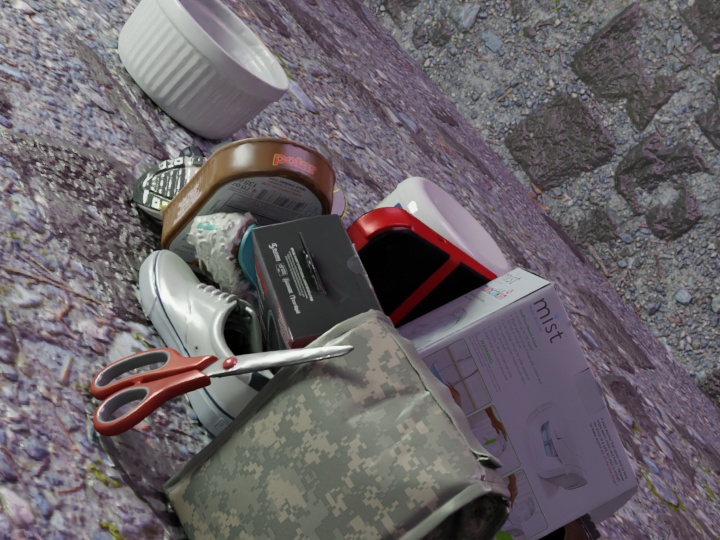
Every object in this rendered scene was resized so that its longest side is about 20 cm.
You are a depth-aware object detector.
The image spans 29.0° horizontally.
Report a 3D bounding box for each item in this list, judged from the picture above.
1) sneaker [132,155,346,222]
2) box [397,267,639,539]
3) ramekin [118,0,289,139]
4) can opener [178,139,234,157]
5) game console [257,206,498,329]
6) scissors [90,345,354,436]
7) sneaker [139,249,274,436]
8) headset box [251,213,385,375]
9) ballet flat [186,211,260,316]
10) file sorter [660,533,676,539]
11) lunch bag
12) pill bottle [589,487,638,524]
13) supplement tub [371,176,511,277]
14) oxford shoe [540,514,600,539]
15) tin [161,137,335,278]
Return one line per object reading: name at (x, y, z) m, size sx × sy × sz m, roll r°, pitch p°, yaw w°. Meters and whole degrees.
sneaker at (-0.113, -0.048, 1.298) m, size 0.085 × 0.200 × 0.075 m, roll 92°, pitch 8°, yaw -56°
box at (0.114, 0.127, 1.188) m, size 0.200 × 0.176 × 0.097 m, roll 64°, pitch -8°, yaw -13°
ramekin at (-0.190, -0.245, 1.628) m, size 0.200 × 0.105 × 0.200 m, roll 42°, pitch 15°, yaw -14°
can opener at (-0.128, -0.046, 1.363) m, size 0.063 × 0.079 × 0.200 m, roll 38°, pitch 24°, yaw -56°
game console at (0.007, 0.044, 1.214) m, size 0.177 × 0.200 × 0.031 m, roll 31°, pitch 22°, yaw -45°
scissors at (-0.096, 0.061, 0.931) m, size 0.073 × 0.200 × 0.014 m, roll -88°, pitch 153°, yaw -55°
sneaker at (-0.117, 0.046, 1.124) m, size 0.073 × 0.071 × 0.200 m, roll 29°, pitch 23°, yaw -49°
headset box at (-0.031, 0.065, 1.084) m, size 0.149 × 0.077 × 0.200 m, roll -115°, pitch -163°, yaw -51°
ballet flat at (-0.098, 0.012, 1.214) m, size 0.072 × 0.072 × 0.200 m, roll 58°, pitch -7°, yaw 38°
file sorter at (0.248, 0.340, 1.219) m, size 0.125 × 0.139 × 0.200 m, roll 51°, pitch 15°, yaw 10°
lunch bag at (-0.007, 0.146, 0.910) m, size 0.118 × 0.200 × 0.164 m, roll 27°, pitch 23°, yaw -50°
pill bottle at (0.224, 0.192, 1.595) m, size 0.200 × 0.111 × 0.111 m, roll 54°, pitch 17°, yaw 26°
supplement tub at (0.030, 0.025, 1.326) m, size 0.144 × 0.200 × 0.144 m, roll 42°, pitch 16°, yaw -14°
oxford shoe at (0.220, 0.309, 1.377) m, size 0.084 × 0.073 × 0.200 m, roll 14°, pitch 27°, yaw -44°
tin at (-0.100, -0.048, 1.202) m, size 0.112 × 0.200 × 0.042 m, roll 21°, pitch 55°, yaw -22°
